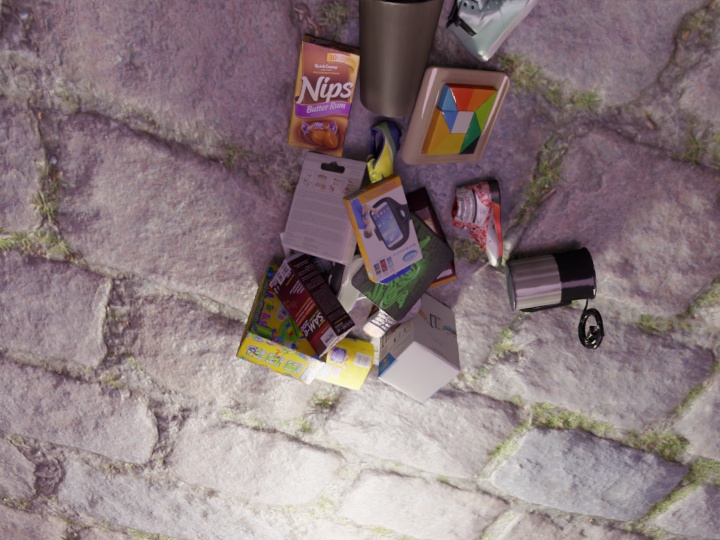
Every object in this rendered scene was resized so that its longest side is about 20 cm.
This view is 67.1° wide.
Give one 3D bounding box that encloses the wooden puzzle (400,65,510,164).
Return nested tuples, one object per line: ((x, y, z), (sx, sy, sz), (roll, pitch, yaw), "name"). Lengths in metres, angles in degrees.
((0.185, -0.288, 1.039), (0.194, 0.038, 0.189), (-6, 131, -29), "wooden puzzle")

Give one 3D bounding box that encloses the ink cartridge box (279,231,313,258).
((-0.074, -0.068, 1.230), (0.193, 0.068, 0.119), (-6, 126, 6), "ink cartridge box")

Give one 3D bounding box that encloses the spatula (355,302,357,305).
((-0.083, 0.025, 1.325), (0.056, 0.021, 0.199), (-33, 117, 28), "spatula")

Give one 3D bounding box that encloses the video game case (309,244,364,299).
((0.000, 0.000, 1.213), (0.194, 0.019, 0.145), (-16, 124, 19), "video game case")

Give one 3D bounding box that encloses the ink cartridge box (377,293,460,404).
((0.138, 0.176, 1.313), (0.142, 0.203, 0.148), (31, 122, -17), "ink cartridge box")

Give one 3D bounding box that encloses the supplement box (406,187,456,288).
((0.133, -0.064, 1.213), (0.107, 0.087, 0.203), (-18, 123, 16), "supplement box")

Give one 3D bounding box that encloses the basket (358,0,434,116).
((0.060, -0.391, 0.952), (0.134, 0.179, 0.204), (33, 139, 25), "basket")

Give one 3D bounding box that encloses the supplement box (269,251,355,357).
((-0.108, 0.073, 1.182), (0.202, 0.060, 0.109), (53, 137, 11), "supplement box")

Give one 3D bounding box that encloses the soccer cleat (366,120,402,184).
((0.037, -0.199, 1.102), (0.082, 0.064, 0.207), (-16, 117, -42), "soccer cleat")

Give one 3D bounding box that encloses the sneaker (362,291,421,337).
((0.077, 0.069, 1.288), (0.077, 0.114, 0.199), (35, 137, -19), "sneaker")

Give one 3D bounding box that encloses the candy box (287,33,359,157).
((-0.071, -0.334, 1.051), (0.113, 0.057, 0.205), (11, 124, -5), "candy box")

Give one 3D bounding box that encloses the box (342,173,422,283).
((0.050, -0.073, 1.084), (0.117, 0.041, 0.205), (-26, 111, -15), "box")

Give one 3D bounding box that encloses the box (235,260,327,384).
((-0.165, 0.123, 1.273), (0.188, 0.204, 0.123), (23, 138, -13), "box")

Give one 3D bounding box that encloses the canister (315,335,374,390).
((-0.075, 0.230, 1.431), (0.194, 0.088, 0.151), (18, 125, -12), "canister")

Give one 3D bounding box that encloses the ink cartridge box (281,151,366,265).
((-0.068, -0.130, 1.124), (0.157, 0.050, 0.207), (15, 88, 28), "ink cartridge box")

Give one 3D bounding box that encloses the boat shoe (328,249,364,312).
((-0.041, 0.028, 1.191), (0.072, 0.061, 0.203), (-20, 145, -32), "boat shoe")

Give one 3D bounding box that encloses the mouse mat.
((0.092, -0.005, 1.157), (0.160, 0.008, 0.201), (37, 99, -24), "mouse mat")

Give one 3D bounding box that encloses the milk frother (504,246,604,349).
((0.437, 0.072, 1.230), (0.182, 0.203, 0.184), (-10, 129, 10), "milk frother")

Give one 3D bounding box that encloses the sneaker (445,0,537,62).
((0.230, -0.473, 0.925), (0.116, 0.075, 0.202), (24, 126, -22), "sneaker")

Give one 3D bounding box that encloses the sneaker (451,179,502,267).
((0.256, -0.097, 1.199), (0.104, 0.068, 0.207), (-7, 121, 8), "sneaker")
